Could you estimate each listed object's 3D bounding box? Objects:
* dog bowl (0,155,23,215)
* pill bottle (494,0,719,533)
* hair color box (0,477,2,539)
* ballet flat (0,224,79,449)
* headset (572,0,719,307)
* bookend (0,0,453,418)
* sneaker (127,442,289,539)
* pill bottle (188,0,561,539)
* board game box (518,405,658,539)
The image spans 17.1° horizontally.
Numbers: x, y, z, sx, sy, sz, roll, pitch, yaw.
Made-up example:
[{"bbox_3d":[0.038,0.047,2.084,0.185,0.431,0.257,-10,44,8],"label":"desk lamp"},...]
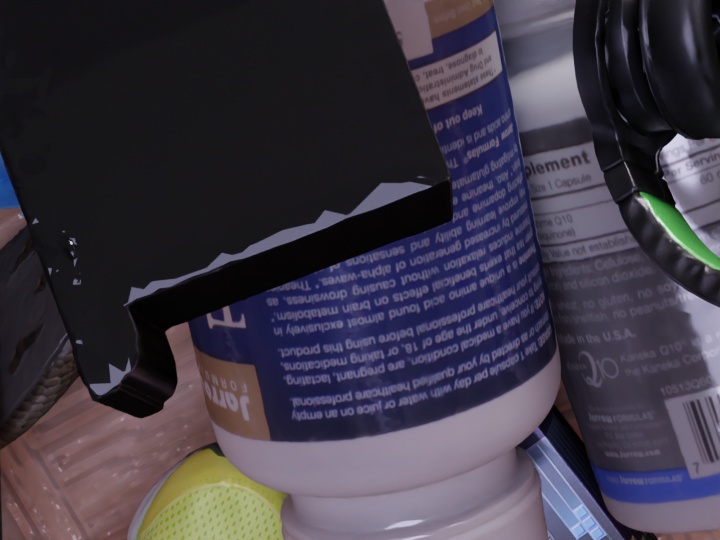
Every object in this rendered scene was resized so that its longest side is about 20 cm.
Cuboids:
[{"bbox_3d":[-0.143,-0.065,0.802,0.200,0.050,0.112,-14,88,26],"label":"dog bowl"},{"bbox_3d":[0.103,-0.027,0.777,0.114,0.114,0.200,-18,99,9],"label":"pill bottle"},{"bbox_3d":[-0.220,0.082,0.812,0.200,0.102,0.061,-22,143,18],"label":"hair color box"},{"bbox_3d":[-0.081,-0.016,0.833,0.046,0.067,0.200,22,106,-41],"label":"ballet flat"},{"bbox_3d":[0.122,-0.078,0.671,0.123,0.094,0.200,-25,68,27],"label":"headset"},{"bbox_3d":[-0.005,-0.093,0.608,0.200,0.092,0.199,-22,83,0],"label":"bookend"},{"bbox_3d":[-0.061,0.156,0.789,0.078,0.090,0.200,15,101,5],"label":"sneaker"},{"bbox_3d":[0.000,0.000,0.731,0.111,0.111,0.200,-9,106,8],"label":"pill bottle"},{"bbox_3d":[0.009,0.134,0.851,0.200,0.057,0.165,-37,97,12],"label":"board game box"}]
